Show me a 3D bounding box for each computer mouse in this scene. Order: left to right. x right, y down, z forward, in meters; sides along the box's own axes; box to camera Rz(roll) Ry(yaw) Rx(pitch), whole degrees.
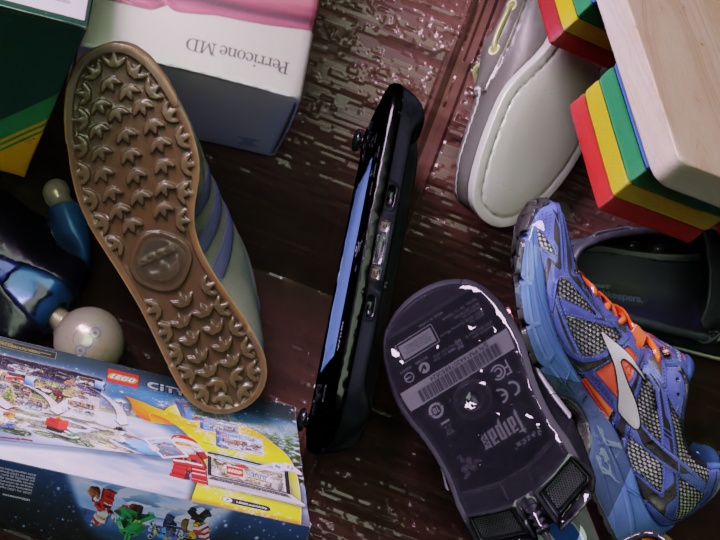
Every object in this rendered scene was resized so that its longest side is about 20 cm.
[{"bbox_3d":[0.054,0.112,0.757,0.140,0.046,0.201,-37,61,7],"label":"computer mouse"}]

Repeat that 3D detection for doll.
[{"bbox_3d":[-0.217,-0.006,0.847,0.199,0.048,0.137,36,74,-1],"label":"doll"}]

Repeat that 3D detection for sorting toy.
[{"bbox_3d":[0.193,-0.092,0.835,0.198,0.070,0.201,16,48,-34],"label":"sorting toy"}]

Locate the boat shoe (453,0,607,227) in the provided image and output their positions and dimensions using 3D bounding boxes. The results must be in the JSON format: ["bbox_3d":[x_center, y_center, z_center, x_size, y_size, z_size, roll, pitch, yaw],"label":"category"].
[{"bbox_3d":[0.104,-0.119,0.894,0.072,0.060,0.203,34,77,-39],"label":"boat shoe"}]

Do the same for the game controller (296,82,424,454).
[{"bbox_3d":[0.000,0.000,0.834,0.042,0.104,0.202,10,76,2],"label":"game controller"}]

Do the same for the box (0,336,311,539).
[{"bbox_3d":[-0.128,0.091,0.771,0.199,0.137,0.038,14,107,-10],"label":"box"}]

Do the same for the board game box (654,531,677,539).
[{"bbox_3d":[0.160,0.263,0.819,0.135,0.035,0.200,36,76,5],"label":"board game box"}]

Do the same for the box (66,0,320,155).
[{"bbox_3d":[-0.084,-0.185,0.863,0.127,0.109,0.202,12,75,-10],"label":"box"}]

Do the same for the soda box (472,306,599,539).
[{"bbox_3d":[0.088,0.127,0.807,0.063,0.070,0.201,-22,68,5],"label":"soda box"}]

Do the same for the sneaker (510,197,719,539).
[{"bbox_3d":[0.136,0.049,0.817,0.078,0.075,0.201,-23,104,7],"label":"sneaker"}]

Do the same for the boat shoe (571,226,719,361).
[{"bbox_3d":[0.201,0.011,0.870,0.198,0.062,0.075,4,74,-5],"label":"boat shoe"}]

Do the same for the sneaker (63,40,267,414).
[{"bbox_3d":[-0.104,-0.026,0.816,0.067,0.090,0.201,-20,103,0],"label":"sneaker"}]

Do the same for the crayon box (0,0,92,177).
[{"bbox_3d":[-0.173,-0.178,0.809,0.058,0.173,0.201,12,65,-17],"label":"crayon box"}]
